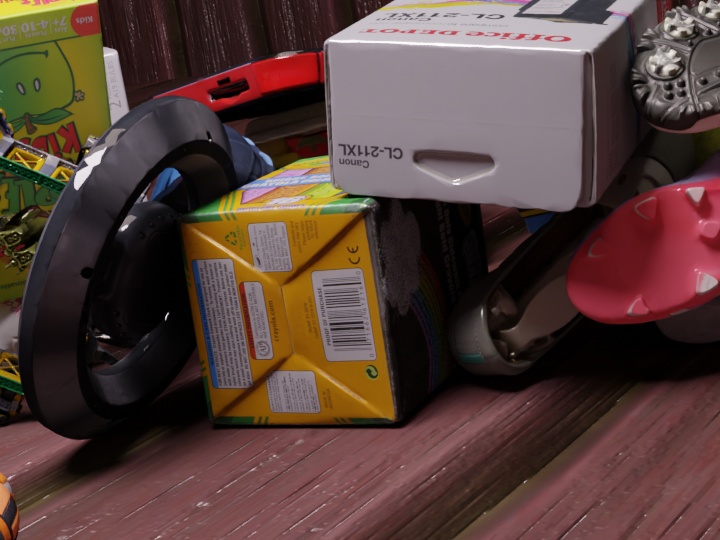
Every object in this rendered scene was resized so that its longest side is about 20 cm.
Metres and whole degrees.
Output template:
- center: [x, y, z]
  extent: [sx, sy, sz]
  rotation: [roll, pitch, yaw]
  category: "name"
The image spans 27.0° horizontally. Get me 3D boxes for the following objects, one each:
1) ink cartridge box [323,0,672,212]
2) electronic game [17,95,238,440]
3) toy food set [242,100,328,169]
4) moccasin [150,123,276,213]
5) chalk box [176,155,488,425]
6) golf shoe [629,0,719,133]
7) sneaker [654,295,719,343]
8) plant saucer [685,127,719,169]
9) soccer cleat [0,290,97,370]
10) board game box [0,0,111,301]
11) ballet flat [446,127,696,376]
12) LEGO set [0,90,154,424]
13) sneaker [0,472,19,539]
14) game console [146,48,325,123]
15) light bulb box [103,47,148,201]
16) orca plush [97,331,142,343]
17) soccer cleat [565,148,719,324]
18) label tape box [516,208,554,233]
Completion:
- center: [0.083, -0.107, 0.829]
  extent: [0.145, 0.084, 0.200]
  rotation: [6, 22, 21]
  category: "ink cartridge box"
- center: [-0.126, 0.000, 0.841]
  extent: [0.041, 0.202, 0.200]
  rotation: [20, 23, 19]
  category: "electronic game"
- center: [-0.001, -0.112, 1.181]
  extent: [0.199, 0.049, 0.197]
  rotation: [-17, 6, -33]
  category: "toy food set"
- center: [-0.100, -0.058, 1.011]
  extent: [0.068, 0.081, 0.200]
  rotation: [23, 3, -12]
  category: "moccasin"
- center: [0.000, 0.000, 0.890]
  extent: [0.123, 0.126, 0.200]
  rotation: [-3, 13, 26]
  category: "chalk box"
- center: [0.211, -0.108, 0.826]
  extent: [0.077, 0.089, 0.200]
  rotation: [30, 44, 26]
  category: "golf shoe"
- center: [0.267, -0.018, 0.859]
  extent: [0.198, 0.080, 0.130]
  rotation: [-15, 18, 25]
  category: "sneaker"
- center: [0.243, -0.056, 0.987]
  extent: [0.198, 0.048, 0.200]
  rotation: [-13, -12, 4]
  category: "plant saucer"
- center: [-0.277, 0.055, 1.030]
  extent: [0.198, 0.070, 0.087]
  rotation: [-3, 36, 19]
  category: "soccer cleat"
- center: [-0.212, -0.081, 0.963]
  extent: [0.101, 0.201, 0.048]
  rotation: [-14, 37, -19]
  category: "board game box"
- center: [0.133, -0.012, 0.848]
  extent: [0.200, 0.068, 0.064]
  rotation: [-43, 13, -14]
  category: "ballet flat"
- center: [-0.203, -0.019, 0.932]
  extent: [0.152, 0.201, 0.116]
  rotation: [14, 25, -1]
  category: "LEGO set"
- center: [-0.247, 0.124, 0.636]
  extent: [0.198, 0.078, 0.112]
  rotation: [-12, 12, -10]
  category: "sneaker"
- center: [-0.045, -0.139, 1.112]
  extent: [0.176, 0.031, 0.199]
  rotation: [-15, 5, -38]
  category: "game console"
- center: [-0.285, -0.072, 1.260]
  extent: [0.198, 0.200, 0.125]
  rotation: [-13, 11, -11]
  category: "light bulb box"
- center: [-0.191, 0.011, 1.109]
  extent: [0.104, 0.072, 0.200]
  rotation: [-12, 13, -12]
  category: "orca plush"
- center: [0.195, -0.036, 0.794]
  extent: [0.199, 0.067, 0.076]
  rotation: [-37, -4, 3]
  category: "soccer cleat"
- center: [0.167, -0.090, 1.026]
  extent: [0.143, 0.064, 0.200]
  rotation: [-13, -12, 9]
  category: "label tape box"
